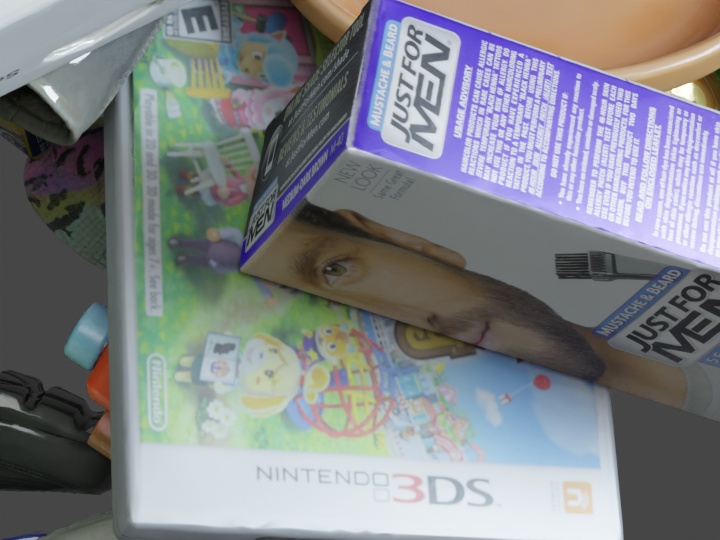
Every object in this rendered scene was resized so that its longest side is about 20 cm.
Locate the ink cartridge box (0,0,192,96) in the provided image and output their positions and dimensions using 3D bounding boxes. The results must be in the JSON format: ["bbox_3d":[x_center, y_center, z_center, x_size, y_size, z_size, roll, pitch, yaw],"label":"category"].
[{"bbox_3d":[-0.125,-0.167,0.851,0.146,0.084,0.201,-29,87,-17],"label":"ink cartridge box"}]

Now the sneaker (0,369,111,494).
[{"bbox_3d":[-0.186,0.067,1.016,0.199,0.075,0.080,10,92,0],"label":"sneaker"}]

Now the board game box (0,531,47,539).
[{"bbox_3d":[-0.196,0.212,0.992,0.199,0.041,0.201,-10,80,-10],"label":"board game box"}]

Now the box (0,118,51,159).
[{"bbox_3d":[-0.092,-0.145,1.055,0.070,0.064,0.200,36,75,12],"label":"box"}]

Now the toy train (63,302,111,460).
[{"bbox_3d":[-0.022,0.082,0.995,0.200,0.150,0.056,32,97,0],"label":"toy train"}]

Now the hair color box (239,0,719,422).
[{"bbox_3d":[0.072,-0.015,0.907,0.199,0.109,0.065,19,63,-14],"label":"hair color box"}]

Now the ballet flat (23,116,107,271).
[{"bbox_3d":[-0.036,-0.007,1.042,0.199,0.071,0.069,30,78,-1],"label":"ballet flat"}]

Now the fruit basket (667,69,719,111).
[{"bbox_3d":[0.077,-0.081,1.053,0.200,0.094,0.185,-37,86,-24],"label":"fruit basket"}]

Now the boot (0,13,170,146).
[{"bbox_3d":[-0.109,-0.166,0.937,0.182,0.073,0.200,37,79,12],"label":"boot"}]

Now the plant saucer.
[{"bbox_3d":[0.061,-0.124,0.975,0.199,0.038,0.201,1,48,-1],"label":"plant saucer"}]

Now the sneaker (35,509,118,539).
[{"bbox_3d":[-0.132,0.142,0.955,0.199,0.081,0.075,-28,83,-15],"label":"sneaker"}]

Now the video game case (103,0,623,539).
[{"bbox_3d":[0.000,0.000,0.947,0.181,0.022,0.201,5,67,-21],"label":"video game case"}]
